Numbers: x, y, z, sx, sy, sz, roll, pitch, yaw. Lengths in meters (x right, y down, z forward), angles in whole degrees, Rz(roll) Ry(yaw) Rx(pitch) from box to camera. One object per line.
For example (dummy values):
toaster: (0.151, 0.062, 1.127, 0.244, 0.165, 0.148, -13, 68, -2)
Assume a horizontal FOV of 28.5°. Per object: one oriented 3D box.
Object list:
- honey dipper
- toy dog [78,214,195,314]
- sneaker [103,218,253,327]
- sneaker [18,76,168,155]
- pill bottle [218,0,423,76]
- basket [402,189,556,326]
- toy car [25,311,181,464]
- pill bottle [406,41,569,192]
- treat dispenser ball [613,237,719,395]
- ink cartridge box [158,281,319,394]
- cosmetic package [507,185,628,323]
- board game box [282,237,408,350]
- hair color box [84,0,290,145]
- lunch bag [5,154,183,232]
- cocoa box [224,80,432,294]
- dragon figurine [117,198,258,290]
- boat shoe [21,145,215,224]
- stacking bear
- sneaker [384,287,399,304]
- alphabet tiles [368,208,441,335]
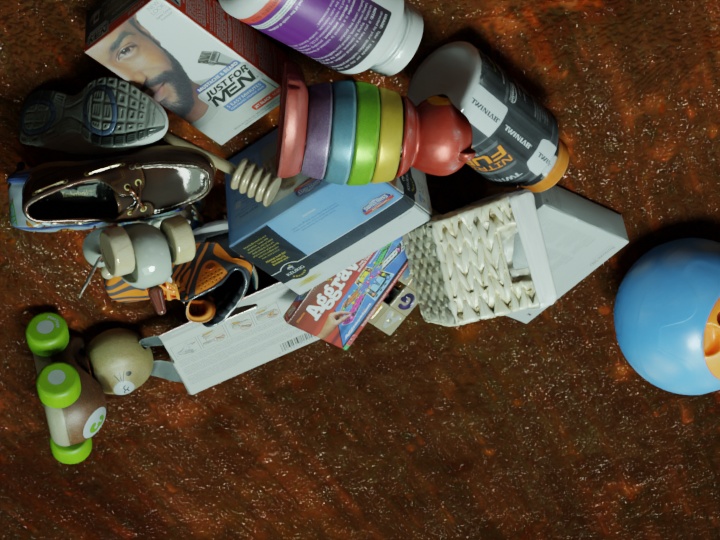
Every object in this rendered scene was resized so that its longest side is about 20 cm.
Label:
honey dipper: (-0.180, -0.132, 1.547, 0.199, 0.038, 0.038, 29, 140, 6)
toy dog: (-0.237, -0.002, 1.502, 0.131, 0.097, 0.200, -10, -176, -7)
sneaker: (-0.214, 0.016, 1.639, 0.199, 0.113, 0.078, -21, 136, 20)
sneaker: (-0.273, -0.158, 1.510, 0.199, 0.075, 0.087, 6, 171, 38)
pill bottle: (-0.036, -0.267, 1.400, 0.199, 0.113, 0.112, 24, 133, -34)
basket: (0.132, -0.011, 1.649, 0.122, 0.137, 0.200, -14, -178, -10)
toy car: (-0.323, 0.138, 1.860, 0.198, 0.159, 0.165, -13, 143, -13)
pill bottle: (0.150, -0.161, 1.576, 0.106, 0.107, 0.199, -32, 137, 28)
treat dispenser ball: (0.428, 0.059, 1.834, 0.199, 0.202, 0.202, -5, 143, -4)
ink cartridge box: (-0.154, 0.069, 1.821, 0.199, 0.045, 0.177, -23, 149, -5)
cosmetic package: (0.219, -0.021, 1.816, 0.150, 0.052, 0.200, 22, 133, -31)
board game box: (0.000, 0.000, 1.745, 0.103, 0.019, 0.201, 26, 106, -35)
hair color box: (-0.176, -0.223, 1.473, 0.110, 0.064, 0.199, -30, 136, 28)
lunch bag: (-0.293, -0.090, 1.571, 0.198, 0.076, 0.160, -4, -173, -2)
cocoa box: (-0.041, -0.091, 1.609, 0.199, 0.134, 0.131, -30, 137, 26)
dragon figurine: (-0.210, -0.037, 1.710, 0.099, 0.059, 0.200, -24, 136, 24)
boat shoe: (-0.247, -0.079, 1.455, 0.198, 0.070, 0.071, -9, 117, -1)
stacking bear: (0.017, -0.142, 1.445, 0.198, 0.122, 0.115, 4, 108, -7)
sneaker: (-0.013, 0.002, 1.803, 0.103, 0.060, 0.200, -20, 139, 2)
alphabet tiles: (0.024, -0.022, 1.758, 0.199, 0.008, 0.167, 32, 103, -38)
